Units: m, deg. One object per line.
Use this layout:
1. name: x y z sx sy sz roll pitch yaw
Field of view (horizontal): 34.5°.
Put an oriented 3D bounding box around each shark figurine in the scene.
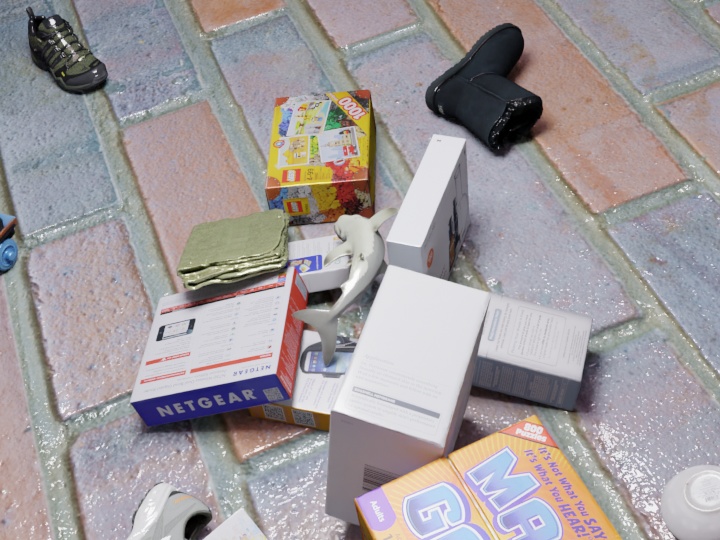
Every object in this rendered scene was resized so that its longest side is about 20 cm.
1. shark figurine: 0.007 0.009 1.438 0.127 0.090 0.216 -20 37 32

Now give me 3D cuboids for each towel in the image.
1. towel: -0.163 -0.029 1.528 0.146 0.037 0.200 -10 22 1

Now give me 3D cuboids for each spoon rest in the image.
1. spoon rest: 0.416 0.238 1.225 0.197 0.061 0.100 -16 43 14

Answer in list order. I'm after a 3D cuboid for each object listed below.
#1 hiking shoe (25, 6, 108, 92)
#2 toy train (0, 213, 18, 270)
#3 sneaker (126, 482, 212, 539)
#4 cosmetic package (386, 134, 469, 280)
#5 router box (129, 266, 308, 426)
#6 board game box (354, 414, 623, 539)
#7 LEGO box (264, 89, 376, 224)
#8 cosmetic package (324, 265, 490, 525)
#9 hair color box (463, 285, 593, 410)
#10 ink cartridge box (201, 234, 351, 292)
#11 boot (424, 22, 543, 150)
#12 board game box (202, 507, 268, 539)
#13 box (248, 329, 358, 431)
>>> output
1. hiking shoe: -0.501 -0.371 1.942 0.199 0.102 0.076 30 58 33
2. toy train: -0.553 -0.016 1.601 0.085 0.115 0.201 15 51 22
3. sneaker: -0.225 0.321 1.247 0.078 0.075 0.202 13 50 14
4. cosmetic package: 0.090 -0.051 1.488 0.051 0.152 0.202 9 49 19
5. router box: -0.172 0.093 1.434 0.197 0.049 0.181 -12 41 18
6. board game box: 0.132 0.306 1.101 0.197 0.202 0.201 -23 47 -11
7. LEGO box: -0.054 -0.164 1.675 0.146 0.078 0.202 -5 46 6
8. cosmetic package: 0.048 0.143 1.233 0.121 0.201 0.201 16 49 10
9. hair color box: 0.169 0.087 1.382 0.197 0.061 0.100 14 49 9
10. ink cartridge box: -0.109 -0.001 1.543 0.196 0.038 0.095 -7 30 1
11. boot: 0.215 -0.272 1.726 0.199 0.077 0.168 -39 48 -16
12. board game box: -0.156 0.361 1.184 0.199 0.034 0.135 -38 76 -24
13. box: -0.027 0.137 1.409 0.197 0.042 0.120 10 49 16
